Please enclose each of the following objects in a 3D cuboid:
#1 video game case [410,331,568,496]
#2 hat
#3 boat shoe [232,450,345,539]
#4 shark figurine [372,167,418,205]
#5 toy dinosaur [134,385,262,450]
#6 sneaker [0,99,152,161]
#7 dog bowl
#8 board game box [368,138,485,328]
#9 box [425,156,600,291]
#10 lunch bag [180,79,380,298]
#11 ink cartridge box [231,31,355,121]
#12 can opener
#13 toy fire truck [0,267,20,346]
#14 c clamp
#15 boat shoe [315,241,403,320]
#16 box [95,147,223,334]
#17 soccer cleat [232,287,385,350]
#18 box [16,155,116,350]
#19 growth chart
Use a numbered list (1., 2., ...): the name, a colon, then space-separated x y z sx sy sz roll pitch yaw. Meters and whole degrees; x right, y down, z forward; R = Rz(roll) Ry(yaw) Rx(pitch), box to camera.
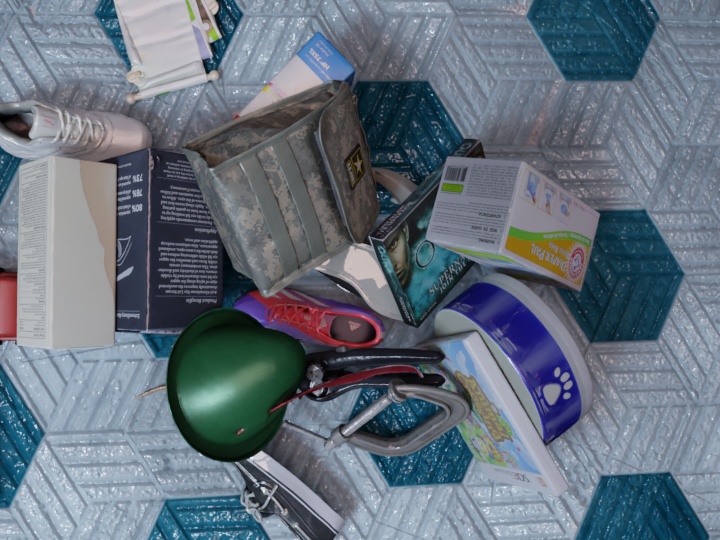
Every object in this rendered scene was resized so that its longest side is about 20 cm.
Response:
1. video game case: 0.146 0.170 0.876 0.022 0.182 0.202 -31 90 -18
2. hat: -0.078 0.101 0.771 0.199 0.174 0.168 -35 103 -50
3. boat shoe: -0.112 0.277 0.902 0.199 0.073 0.068 43 70 -11
4. shark figurine: 0.055 -0.087 0.927 0.214 0.089 0.128 43 83 -4
5. toy dinosaur: -0.177 0.156 0.898 0.198 0.105 0.062 17 105 39
6. sneaker: -0.356 -0.165 0.884 0.195 0.099 0.080 2 87 -5
7. dog bowl: 0.177 0.110 0.866 0.078 0.200 0.202 -32 91 -17
8. board game box: 0.100 -0.048 0.889 0.200 0.028 0.137 -46 129 -27
9. box: 0.188 -0.053 0.874 0.198 0.111 0.103 20 85 -46
10. lunch bag: -0.067 -0.097 0.806 0.198 0.117 0.166 -31 125 -19
11. ink cartridge box: -0.099 -0.184 0.900 0.067 0.116 0.200 43 84 -2
12. can opener: 0.007 0.119 0.882 0.196 0.078 0.065 -10 97 22
13. toy fire truck: -0.448 0.024 0.818 0.172 0.200 0.132 1 88 -5
14. c clamp: 0.027 0.182 0.879 0.169 0.199 0.027 29 42 -27
15. boat shoe: 0.000 0.000 0.929 0.197 0.060 0.075 25 92 -7
16. box: -0.242 -0.029 0.853 0.103 0.146 0.205 2 88 -47
17. soccer cleat: -0.064 0.062 0.914 0.196 0.073 0.070 11 87 -5
18. box: -0.326 -0.017 0.809 0.077 0.094 0.205 2 88 -47
19. growth chart: -0.249 -0.327 0.942 0.142 0.018 0.204 -11 89 -6
